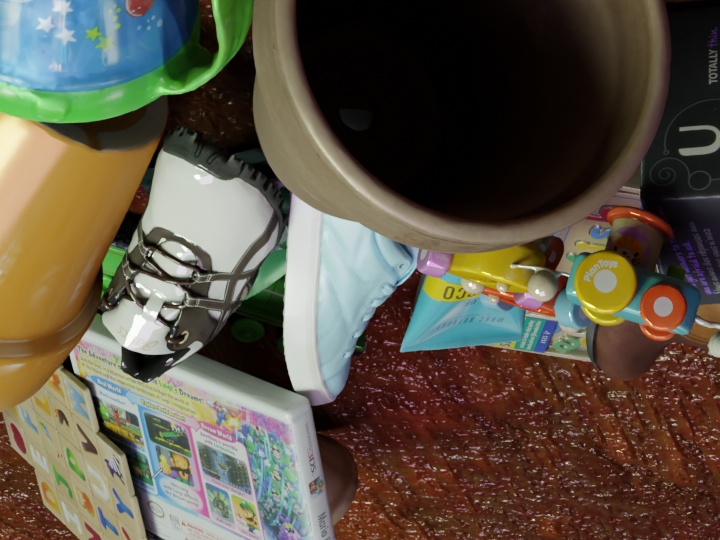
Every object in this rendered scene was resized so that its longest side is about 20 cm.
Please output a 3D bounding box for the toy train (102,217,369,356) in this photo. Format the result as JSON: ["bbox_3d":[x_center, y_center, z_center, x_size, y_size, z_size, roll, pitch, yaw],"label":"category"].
[{"bbox_3d":[-0.082,0.012,1.305,0.199,0.042,0.056,17,136,-16],"label":"toy train"}]

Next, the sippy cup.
[{"bbox_3d":[-0.140,-0.162,0.968,0.177,0.140,0.131,0,138,-8],"label":"sippy cup"}]

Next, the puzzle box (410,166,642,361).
[{"bbox_3d":[0.109,-0.011,1.245,0.132,0.026,0.200,9,148,-3],"label":"puzzle box"}]

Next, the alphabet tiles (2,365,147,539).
[{"bbox_3d":[-0.197,0.119,1.367,0.006,0.200,0.167,-27,126,-25],"label":"alphabet tiles"}]

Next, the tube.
[{"bbox_3d":[0.075,-0.030,1.147,0.077,0.051,0.201,-1,133,-15],"label":"tube"}]

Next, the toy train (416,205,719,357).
[{"bbox_3d":[0.118,0.000,1.055,0.150,0.056,0.199,20,174,-41],"label":"toy train"}]

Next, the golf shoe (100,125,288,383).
[{"bbox_3d":[-0.094,0.000,1.111,0.077,0.095,0.200,29,154,9],"label":"golf shoe"}]

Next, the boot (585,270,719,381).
[{"bbox_3d":[0.230,0.060,1.158,0.068,0.200,0.189,-14,149,-44],"label":"boot"}]

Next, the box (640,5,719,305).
[{"bbox_3d":[0.248,-0.063,1.047,0.199,0.123,0.106,-3,147,15],"label":"box"}]

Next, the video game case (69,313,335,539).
[{"bbox_3d":[-0.094,0.128,1.266,0.199,0.024,0.183,19,131,39],"label":"video game case"}]

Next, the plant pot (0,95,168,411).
[{"bbox_3d":[-0.202,-0.055,1.100,0.199,0.201,0.183,25,127,-26],"label":"plant pot"}]

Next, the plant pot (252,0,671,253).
[{"bbox_3d":[0.026,-0.094,1.002,0.199,0.201,0.175,17,163,-16],"label":"plant pot"}]

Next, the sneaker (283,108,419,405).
[{"bbox_3d":[0.000,0.000,1.148,0.081,0.074,0.201,5,131,3],"label":"sneaker"}]

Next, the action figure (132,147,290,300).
[{"bbox_3d":[-0.035,-0.039,1.200,0.199,0.055,0.118,-18,127,25],"label":"action figure"}]

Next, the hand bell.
[{"bbox_3d":[-0.077,0.087,1.399,0.103,0.104,0.201,-5,133,18],"label":"hand bell"}]
